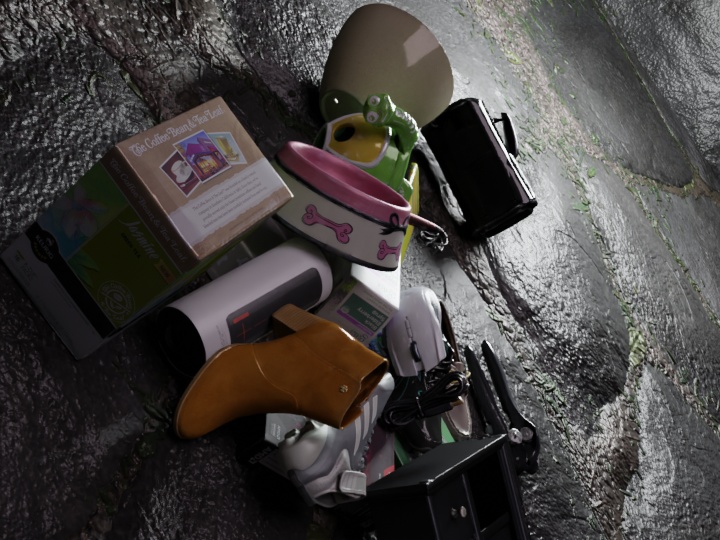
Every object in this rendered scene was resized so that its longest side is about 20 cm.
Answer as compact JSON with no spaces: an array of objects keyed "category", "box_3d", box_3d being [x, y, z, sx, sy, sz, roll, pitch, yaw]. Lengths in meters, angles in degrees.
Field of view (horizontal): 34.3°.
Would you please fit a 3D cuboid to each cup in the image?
[{"category":"cup","box_3d":[0.019,-0.267,1.714,0.201,0.200,0.144,48,57,-10]}]

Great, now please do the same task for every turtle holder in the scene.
[{"category":"turtle holder","box_3d":[0.005,-0.146,1.567,0.130,0.185,0.143,18,78,-15]}]

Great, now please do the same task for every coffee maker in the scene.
[{"category":"coffee maker","box_3d":[0.182,-0.160,1.866,0.191,0.134,0.202,-11,70,-54]}]

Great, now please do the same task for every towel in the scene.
[{"category":"towel","box_3d":[0.059,-0.070,1.670,0.201,0.018,0.087,-69,160,-54]}]

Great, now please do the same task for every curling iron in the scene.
[{"category":"curling iron","box_3d":[0.041,-0.073,1.519,0.198,0.026,0.050,28,27,-31]}]

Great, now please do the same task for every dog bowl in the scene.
[{"category":"dog bowl","box_3d":[-0.115,-0.040,1.409,0.199,0.058,0.202,34,36,-29]},{"category":"dog bowl","box_3d":[-0.028,-0.080,1.354,0.198,0.075,0.200,27,13,-7]}]

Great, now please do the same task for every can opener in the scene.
[{"category":"can opener","box_3d":[0.192,0.190,1.621,0.062,0.079,0.202,-17,66,-17]}]

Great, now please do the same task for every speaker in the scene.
[{"category":"speaker","box_3d":[-0.123,0.036,1.251,0.199,0.081,0.082,-30,84,-42]}]

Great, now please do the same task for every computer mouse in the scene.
[{"category":"computer mouse","box_3d":[0.063,0.090,1.396,0.044,0.108,0.202,53,20,-44]}]

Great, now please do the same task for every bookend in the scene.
[{"category":"bookend","box_3d":[0.105,0.306,1.285,0.199,0.091,0.203,-13,89,-57]}]

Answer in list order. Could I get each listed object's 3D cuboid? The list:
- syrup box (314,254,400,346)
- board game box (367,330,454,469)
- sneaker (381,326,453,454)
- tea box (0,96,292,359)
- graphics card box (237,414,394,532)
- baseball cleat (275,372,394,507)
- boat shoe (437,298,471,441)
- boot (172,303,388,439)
[{"category":"syrup box","box_3d":[0.000,0.000,1.475,0.078,0.082,0.201,34,27,-16]},{"category":"board game box","box_3d":[0.043,0.168,1.451,0.134,0.029,0.202,-8,66,-57]},{"category":"sneaker","box_3d":[0.075,0.127,1.432,0.075,0.079,0.203,25,43,-41]},{"category":"tea box","box_3d":[-0.207,-0.046,1.153,0.134,0.196,0.200,52,31,-2]},{"category":"graphics card box","box_3d":[-0.044,0.190,1.290,0.199,0.051,0.127,35,37,-28]},{"category":"baseball cleat","box_3d":[-0.014,0.184,1.238,0.199,0.069,0.108,-32,93,-48]},{"category":"boat shoe","box_3d":[0.110,0.134,1.546,0.071,0.059,0.203,19,46,-45]},{"category":"boot","box_3d":[-0.077,0.124,1.172,0.143,0.071,0.201,30,58,30]}]
